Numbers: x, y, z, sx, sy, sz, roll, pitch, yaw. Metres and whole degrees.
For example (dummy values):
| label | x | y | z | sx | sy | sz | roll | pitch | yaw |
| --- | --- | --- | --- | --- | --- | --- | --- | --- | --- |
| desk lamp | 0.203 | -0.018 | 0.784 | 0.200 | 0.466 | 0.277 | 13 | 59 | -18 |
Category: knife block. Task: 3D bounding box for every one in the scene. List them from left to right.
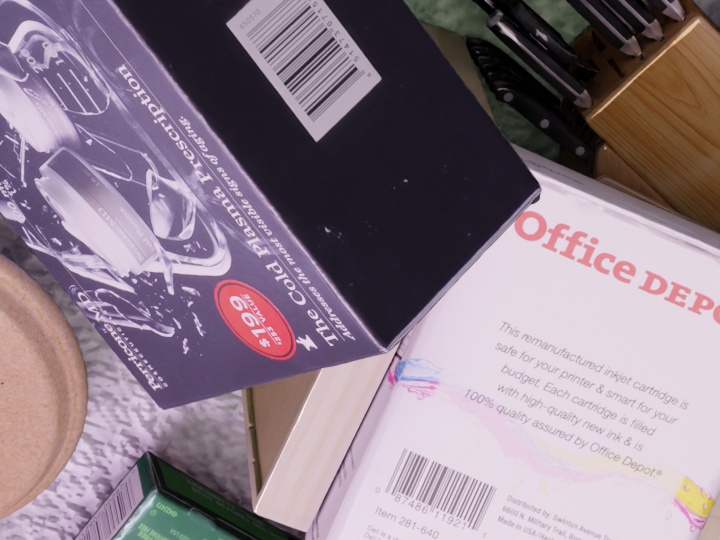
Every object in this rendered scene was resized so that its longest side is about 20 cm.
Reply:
| label | x | y | z | sx | sy | sz | roll | pitch | yaw |
| --- | --- | --- | --- | --- | --- | --- | --- | --- | --- |
| knife block | 0.145 | -0.092 | 1.242 | 0.199 | 0.064 | 0.176 | -4 | 118 | -11 |

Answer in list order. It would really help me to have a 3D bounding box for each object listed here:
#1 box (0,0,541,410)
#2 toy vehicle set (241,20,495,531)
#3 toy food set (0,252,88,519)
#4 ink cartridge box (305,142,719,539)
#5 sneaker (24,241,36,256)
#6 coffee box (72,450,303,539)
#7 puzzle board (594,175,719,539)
| label | x | y | z | sx | sy | sz | roll | pitch | yaw |
| --- | --- | --- | --- | --- | --- | --- | --- | --- | --- |
| box | -0.064 | -0.061 | 1.077 | 0.104 | 0.182 | 0.200 | -45 | 104 | -29 |
| toy vehicle set | 0.000 | 0.000 | 1.220 | 0.026 | 0.124 | 0.201 | 20 | 111 | -14 |
| toy food set | -0.218 | 0.043 | 1.213 | 0.198 | 0.049 | 0.200 | -34 | 122 | 25 |
| ink cartridge box | 0.081 | 0.063 | 1.185 | 0.144 | 0.084 | 0.201 | 23 | 100 | -6 |
| sneaker | -0.122 | -0.040 | 1.186 | 0.199 | 0.074 | 0.083 | 18 | 73 | -19 |
| coffee box | -0.112 | 0.193 | 1.313 | 0.123 | 0.044 | 0.200 | 32 | 104 | -25 |
| puzzle board | 0.159 | 0.068 | 1.238 | 0.199 | 0.017 | 0.151 | 27 | 100 | -5 |
